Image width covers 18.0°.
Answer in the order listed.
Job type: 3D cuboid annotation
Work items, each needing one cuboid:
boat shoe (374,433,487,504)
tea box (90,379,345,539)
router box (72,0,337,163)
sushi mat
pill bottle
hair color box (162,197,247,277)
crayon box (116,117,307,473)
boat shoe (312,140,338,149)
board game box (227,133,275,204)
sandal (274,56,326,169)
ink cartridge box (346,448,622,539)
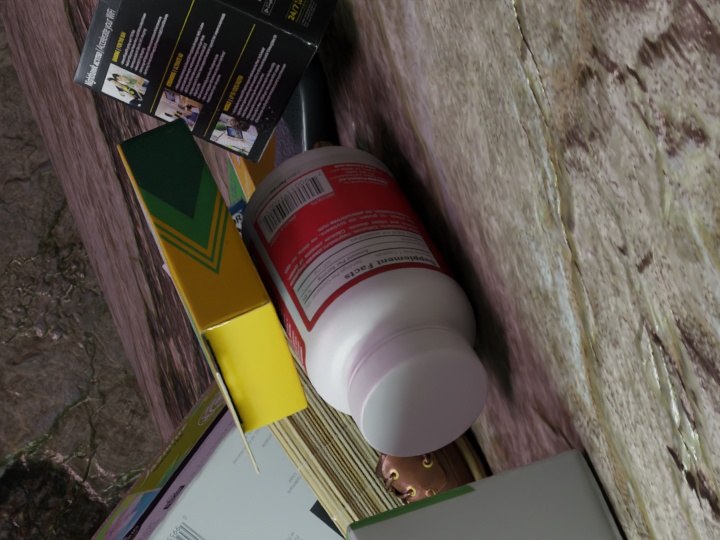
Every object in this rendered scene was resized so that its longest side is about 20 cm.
[{"bbox_3d":[0.043,0.134,1.547,0.072,0.067,0.200,106,144,-71],"label":"boat shoe"},{"bbox_3d":[-0.089,0.184,1.646,0.134,0.200,0.197,41,159,-9],"label":"tea box"},{"bbox_3d":[-0.110,-0.159,1.559,0.200,0.149,0.051,126,166,-65],"label":"router box"},{"bbox_3d":[-0.012,0.113,1.561,0.012,0.096,0.200,-30,97,47],"label":"sushi mat"},{"bbox_3d":[0.005,0.020,1.437,0.200,0.112,0.112,-119,15,-45],"label":"pill bottle"},{"bbox_3d":[-0.060,0.047,1.736,0.200,0.061,0.100,51,160,-1],"label":"hair color box"},{"bbox_3d":[-0.090,0.015,1.467,0.126,0.052,0.200,74,172,-54],"label":"crayon box"},{"bbox_3d":[0.000,0.002,1.608,0.073,0.063,0.201,-101,4,-71],"label":"boat shoe"},{"bbox_3d":[-0.057,-0.011,1.879,0.153,0.040,0.200,91,158,-59],"label":"board game box"},{"bbox_3d":[-0.033,-0.075,1.686,0.076,0.043,0.200,48,146,47],"label":"sandal"},{"bbox_3d":[0.068,0.200,1.328,0.200,0.146,0.084,94,157,-62],"label":"ink cartridge box"}]
